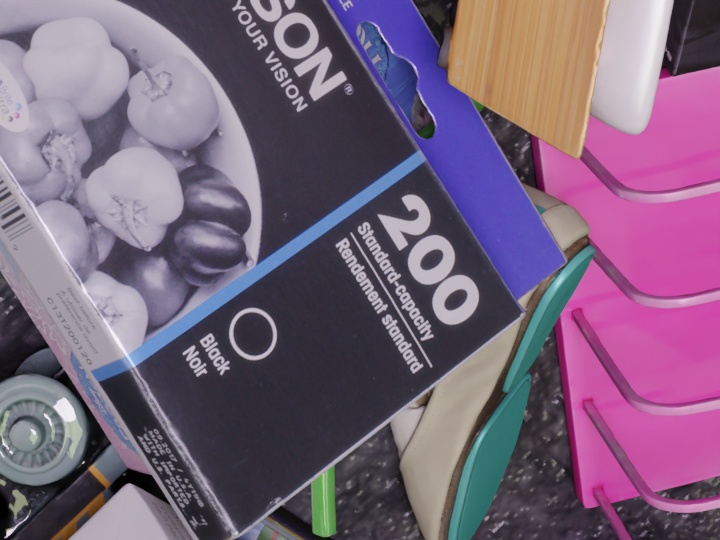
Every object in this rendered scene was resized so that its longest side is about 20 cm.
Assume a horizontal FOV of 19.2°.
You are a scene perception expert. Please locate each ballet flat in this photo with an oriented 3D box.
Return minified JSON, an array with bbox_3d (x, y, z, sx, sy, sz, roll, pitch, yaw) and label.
[{"bbox_3d":[0.046,0.040,0.920,0.069,0.070,0.201,5,132,-15],"label":"ballet flat"}]

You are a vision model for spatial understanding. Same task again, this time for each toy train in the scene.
[{"bbox_3d":[-0.144,0.119,0.888,0.200,0.085,0.114,-43,94,9],"label":"toy train"}]

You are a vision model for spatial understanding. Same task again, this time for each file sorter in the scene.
[{"bbox_3d":[0.165,0.024,0.913,0.138,0.125,0.201,-13,114,-8],"label":"file sorter"}]

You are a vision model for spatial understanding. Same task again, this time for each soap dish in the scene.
[{"bbox_3d":[0.082,-0.156,0.805,0.081,0.157,0.201,9,106,3],"label":"soap dish"}]

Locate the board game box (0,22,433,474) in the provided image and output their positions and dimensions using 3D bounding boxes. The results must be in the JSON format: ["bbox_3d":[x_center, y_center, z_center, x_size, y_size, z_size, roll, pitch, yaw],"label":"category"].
[{"bbox_3d":[-0.059,-0.059,0.821,0.199,0.043,0.201,-43,118,-26],"label":"board game box"}]

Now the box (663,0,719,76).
[{"bbox_3d":[0.223,-0.151,0.865,0.199,0.036,0.143,-13,151,-7],"label":"box"}]

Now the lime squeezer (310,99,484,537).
[{"bbox_3d":[0.000,0.000,0.832,0.038,0.071,0.201,15,77,20],"label":"lime squeezer"}]

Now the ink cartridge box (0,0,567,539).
[{"bbox_3d":[-0.030,-0.038,0.760,0.200,0.043,0.199,-37,98,-30],"label":"ink cartridge box"}]

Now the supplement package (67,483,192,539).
[{"bbox_3d":[-0.055,0.214,0.841,0.151,0.152,0.200,-44,141,6],"label":"supplement package"}]

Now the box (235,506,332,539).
[{"bbox_3d":[-0.046,0.185,0.975,0.200,0.040,0.137,36,99,-23],"label":"box"}]
